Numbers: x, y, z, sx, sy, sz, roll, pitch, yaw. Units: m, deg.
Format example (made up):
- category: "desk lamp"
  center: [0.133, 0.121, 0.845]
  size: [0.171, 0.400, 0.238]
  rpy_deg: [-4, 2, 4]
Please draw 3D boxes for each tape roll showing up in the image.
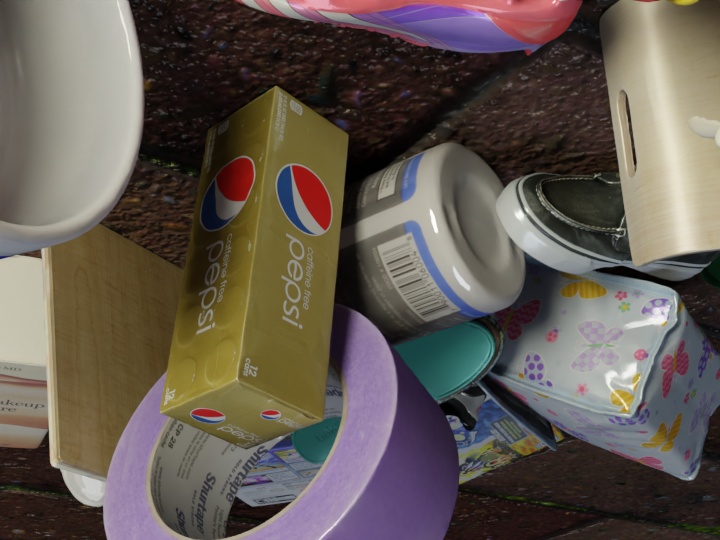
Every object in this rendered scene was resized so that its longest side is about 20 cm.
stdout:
- category: "tape roll"
  center: [-0.048, 0.121, 0.685]
  size: [0.200, 0.200, 0.085]
  rpy_deg: [-16, 134, 25]

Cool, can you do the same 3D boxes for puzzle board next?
- category: "puzzle board"
  center: [-0.160, 0.061, 0.788]
  size: [0.017, 0.200, 0.151]
  rpy_deg: [-27, 145, 23]

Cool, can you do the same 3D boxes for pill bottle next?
- category: "pill bottle"
  center: [0.000, 0.000, 0.776]
  size: [0.200, 0.114, 0.114]
  rpy_deg: [-21, 147, 33]

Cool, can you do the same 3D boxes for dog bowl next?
- category: "dog bowl"
  center: [-0.180, -0.100, 0.474]
  size: [0.079, 0.200, 0.200]
  rpy_deg: [-13, 151, 23]

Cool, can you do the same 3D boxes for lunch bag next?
- category: "lunch bag"
  center: [0.166, 0.072, 0.898]
  size: [0.200, 0.127, 0.170]
  rpy_deg: [19, 168, 37]

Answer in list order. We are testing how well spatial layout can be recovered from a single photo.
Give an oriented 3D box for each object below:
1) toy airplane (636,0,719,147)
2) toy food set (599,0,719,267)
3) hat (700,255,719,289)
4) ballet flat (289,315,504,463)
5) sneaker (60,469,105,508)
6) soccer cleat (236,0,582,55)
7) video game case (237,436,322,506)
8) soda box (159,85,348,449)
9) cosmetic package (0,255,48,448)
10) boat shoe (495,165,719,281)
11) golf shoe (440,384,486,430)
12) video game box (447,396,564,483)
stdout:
- category: "toy airplane"
  center: [0.197, -0.143, 0.481]
  size: [0.199, 0.141, 0.200]
  rpy_deg: [-40, 124, 22]
- category: "toy food set"
  center: [0.237, -0.083, 0.606]
  size: [0.200, 0.144, 0.060]
  rpy_deg: [-7, 170, 7]
- category: "hat"
  center: [0.343, 0.059, 0.840]
  size: [0.200, 0.176, 0.166]
  rpy_deg: [18, 149, -38]
- category: "ballet flat"
  center: [0.027, 0.075, 0.857]
  size: [0.200, 0.074, 0.074]
  rpy_deg: [-32, 142, 28]
- category: "sneaker"
  center: [-0.191, 0.115, 0.908]
  size: [0.075, 0.087, 0.200]
  rpy_deg: [6, 116, -28]
- category: "soccer cleat"
  center: [0.012, -0.138, 0.567]
  size: [0.200, 0.067, 0.076]
  rpy_deg: [1, 157, -13]
- category: "video game case"
  center: [-0.060, 0.200, 1.235]
  size: [0.200, 0.045, 0.181]
  rpy_deg: [-10, 152, 14]
- category: "soda box"
  center: [-0.057, -0.004, 0.665]
  size: [0.068, 0.200, 0.064]
  rpy_deg: [-26, 138, 38]
- category: "cosmetic package"
  center: [-0.286, 0.070, 0.919]
  size: [0.103, 0.087, 0.200]
  rpy_deg: [10, 150, -20]
- category: "boat shoe"
  center: [0.180, -0.041, 0.775]
  size: [0.200, 0.072, 0.071]
  rpy_deg: [5, 146, -37]
- category: "golf shoe"
  center: [0.009, 0.100, 0.995]
  size: [0.200, 0.092, 0.073]
  rpy_deg: [-4, 153, 15]
- category: "video game box"
  center: [0.088, 0.154, 1.115]
  size: [0.182, 0.047, 0.200]
  rpy_deg: [-24, 148, 13]
